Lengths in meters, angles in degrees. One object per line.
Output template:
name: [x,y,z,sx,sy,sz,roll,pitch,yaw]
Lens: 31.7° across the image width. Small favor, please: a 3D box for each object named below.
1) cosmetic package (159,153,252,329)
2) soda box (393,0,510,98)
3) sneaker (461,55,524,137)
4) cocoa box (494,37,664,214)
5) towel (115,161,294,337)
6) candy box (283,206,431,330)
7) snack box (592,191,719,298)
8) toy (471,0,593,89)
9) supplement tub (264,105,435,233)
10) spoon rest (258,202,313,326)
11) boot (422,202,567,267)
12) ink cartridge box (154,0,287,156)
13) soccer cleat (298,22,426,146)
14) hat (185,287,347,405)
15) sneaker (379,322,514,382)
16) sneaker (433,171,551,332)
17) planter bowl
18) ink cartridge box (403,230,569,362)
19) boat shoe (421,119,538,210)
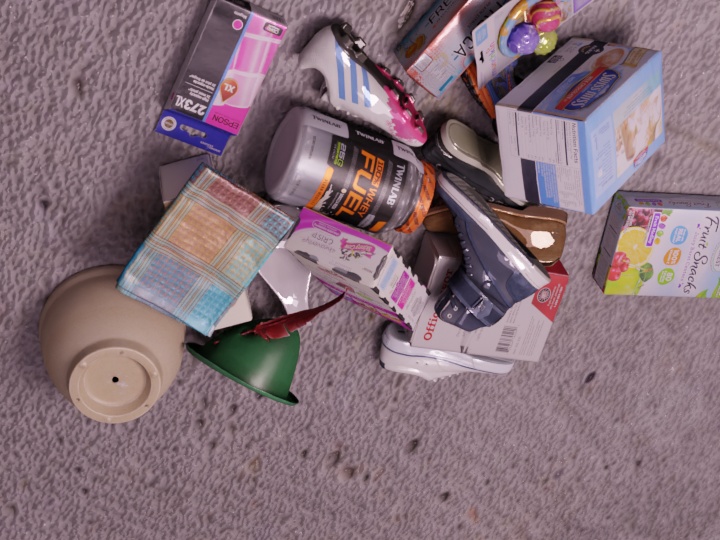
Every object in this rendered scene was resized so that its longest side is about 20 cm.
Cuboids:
cosmetic package: [-0.198,-0.034,1.630,0.070,0.106,0.202,-14,121,-3]
soda box: [0.132,-0.312,1.557,0.063,0.069,0.200,33,109,-30]
sneaker: [0.207,-0.202,1.640,0.078,0.076,0.201,-34,123,5]
cocoa box: [0.277,-0.182,1.575,0.200,0.130,0.135,-41,132,-37]
towel: [-0.193,-0.021,1.567,0.146,0.022,0.201,30,111,-26]
candy box: [0.000,0.000,1.624,0.062,0.135,0.200,-62,157,-8]
snack box: [0.444,-0.035,1.804,0.197,0.053,0.144,2,121,-14]
toy: [0.224,-0.302,1.539,0.200,0.047,0.116,-42,152,-13]
supplement tub: [-0.012,-0.121,1.608,0.198,0.123,0.124,17,116,-21]
spoon rest: [-0.096,-0.001,1.698,0.098,0.061,0.202,-15,123,-3]
boot: [0.175,-0.048,1.690,0.197,0.074,0.077,5,80,4]
ink cartridge box: [-0.173,-0.235,1.557,0.094,0.037,0.201,19,117,-22]
soccer cleat: [0.002,-0.221,1.591,0.086,0.070,0.200,-32,119,22]
hat: [-0.112,0.068,1.700,0.198,0.165,0.178,27,92,20]
sneaker: [0.121,0.123,1.824,0.197,0.074,0.071,12,127,-9]
sneaker: [0.129,-0.015,1.639,0.146,0.077,0.203,-39,103,16]
planter bowl: [-0.324,0.114,1.671,0.197,0.135,0.203,-6,121,-10]
ink cartridge box: [0.169,0.036,1.766,0.197,0.083,0.148,8,118,-17]
boat shoe: [0.156,-0.127,1.677,0.066,0.075,0.198,-28,142,35]
